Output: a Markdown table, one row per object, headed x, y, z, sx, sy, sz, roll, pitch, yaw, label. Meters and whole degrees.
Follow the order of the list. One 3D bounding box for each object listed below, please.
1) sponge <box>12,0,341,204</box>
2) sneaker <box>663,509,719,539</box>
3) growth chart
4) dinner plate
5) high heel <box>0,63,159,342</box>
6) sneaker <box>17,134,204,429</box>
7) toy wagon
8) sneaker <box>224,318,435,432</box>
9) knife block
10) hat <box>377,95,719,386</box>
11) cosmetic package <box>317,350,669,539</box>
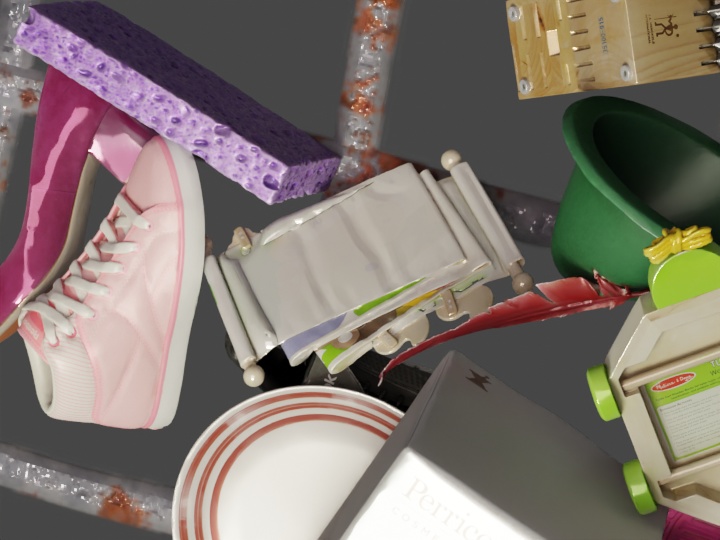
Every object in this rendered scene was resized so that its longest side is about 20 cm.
| x | y | z | sx | sy | sz | roll | pitch | yaw | label |
| --- | --- | --- | --- | --- | --- | --- | --- | --- | --- |
| -0.114 | -0.109 | 1.686 | 0.199 | 0.111 | 0.030 | 32 | 105 | 11 | sponge |
| 0.238 | 0.094 | 1.624 | 0.081 | 0.089 | 0.200 | 26 | 126 | -15 | sneaker |
| 0.000 | 0.000 | 1.656 | 0.199 | 0.018 | 0.145 | -20 | 52 | 4 | growth chart |
| -0.021 | 0.163 | 1.673 | 0.199 | 0.024 | 0.202 | 4 | 110 | 10 | dinner plate |
| -0.219 | -0.042 | 1.746 | 0.096 | 0.067 | 0.200 | 40 | 103 | 5 | high heel |
| -0.162 | 0.010 | 1.702 | 0.104 | 0.075 | 0.202 | 0 | 112 | -24 | sneaker |
| 0.208 | 0.053 | 1.512 | 0.154 | 0.040 | 0.201 | -20 | 117 | 8 | toy wagon |
| -0.006 | 0.080 | 1.685 | 0.199 | 0.090 | 0.067 | 30 | 105 | 12 | sneaker |
| 0.208 | -0.151 | 1.619 | 0.200 | 0.174 | 0.065 | -2 | 96 | 62 | knife block |
| 0.146 | 0.009 | 1.607 | 0.199 | 0.166 | 0.177 | 28 | 117 | -7 | hat |
| 0.056 | 0.191 | 1.565 | 0.167 | 0.166 | 0.201 | 33 | 111 | 0 | cosmetic package |
